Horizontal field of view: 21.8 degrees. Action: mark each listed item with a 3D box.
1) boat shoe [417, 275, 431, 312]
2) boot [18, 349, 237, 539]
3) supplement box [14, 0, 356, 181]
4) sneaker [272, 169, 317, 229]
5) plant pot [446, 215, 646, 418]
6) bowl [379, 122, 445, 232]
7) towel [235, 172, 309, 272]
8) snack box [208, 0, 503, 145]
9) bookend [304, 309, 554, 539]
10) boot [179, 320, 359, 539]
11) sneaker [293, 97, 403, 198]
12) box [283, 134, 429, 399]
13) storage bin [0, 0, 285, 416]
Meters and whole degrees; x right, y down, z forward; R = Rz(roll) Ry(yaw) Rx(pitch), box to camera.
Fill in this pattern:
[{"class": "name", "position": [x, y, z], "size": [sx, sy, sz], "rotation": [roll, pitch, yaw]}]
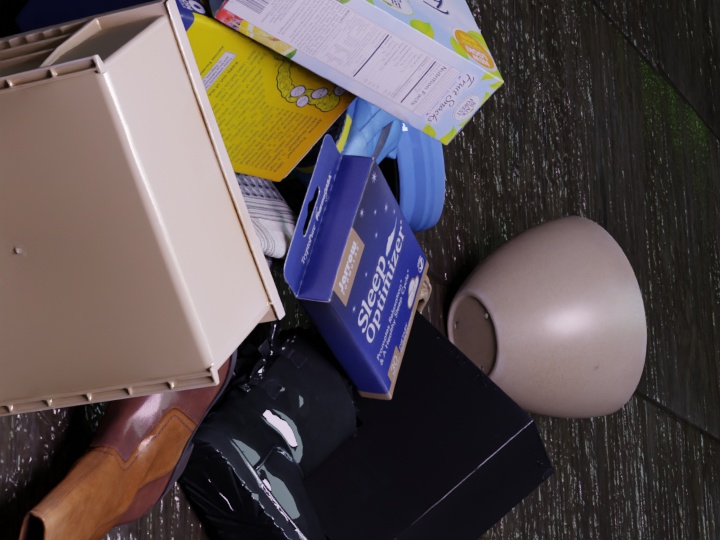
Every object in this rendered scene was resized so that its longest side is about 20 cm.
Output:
[{"class": "boat shoe", "position": [0.033, 0.020, 1.657], "size": [0.071, 0.064, 0.201], "rotation": [14, 70, -63]}, {"class": "boot", "position": [-0.160, 0.106, 1.159], "size": [0.189, 0.068, 0.200], "rotation": [-63, 170, 29]}, {"class": "supplement box", "position": [-0.106, -0.147, 1.234], "size": [0.200, 0.110, 0.109], "rotation": [10, 41, -53]}, {"class": "sneaker", "position": [-0.057, -0.064, 1.503], "size": [0.200, 0.078, 0.085], "rotation": [36, 41, -65]}, {"class": "plant pot", "position": [0.164, 0.055, 1.817], "size": [0.134, 0.200, 0.201], "rotation": [-10, 91, -29]}, {"class": "bowl", "position": [0.012, -0.125, 1.564], "size": [0.201, 0.039, 0.201], "rotation": [163, -90, -75]}, {"class": "towel", "position": [-0.115, -0.082, 1.312], "size": [0.193, 0.035, 0.200], "rotation": [57, 17, 18]}, {"class": "snack box", "position": [-0.016, -0.191, 1.229], "size": [0.200, 0.068, 0.169], "rotation": [25, 30, -33]}, {"class": "bookend", "position": [0.014, 0.145, 1.506], "size": [0.200, 0.199, 0.092], "rotation": [-40, 144, -11]}, {"class": "boot", "position": [-0.049, 0.151, 1.400], "size": [0.199, 0.073, 0.162], "rotation": [58, 38, -13]}, {"class": "sneaker", "position": [0.008, -0.139, 1.447], "size": [0.078, 0.066, 0.201], "rotation": [45, 61, -43]}, {"class": "box", "position": [0.000, 0.000, 1.387], "size": [0.200, 0.032, 0.121], "rotation": [58, 44, -56]}, {"class": "storage bin", "position": [-0.177, -0.029, 1.073], "size": [0.094, 0.198, 0.201], "rotation": [-54, 130, -58]}]
